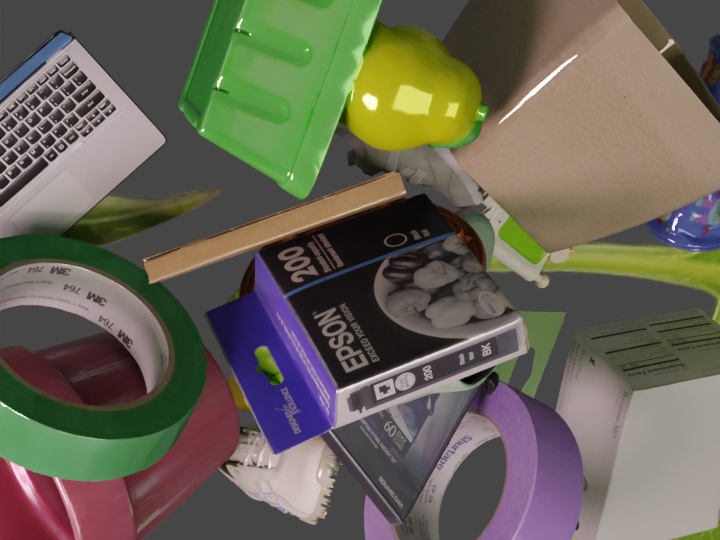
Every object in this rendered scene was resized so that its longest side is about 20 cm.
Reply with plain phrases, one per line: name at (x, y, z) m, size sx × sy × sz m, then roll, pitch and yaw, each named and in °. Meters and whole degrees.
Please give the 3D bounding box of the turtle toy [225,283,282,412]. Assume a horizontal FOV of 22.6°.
turtle toy at (-0.039, 0.077, 1.506) m, size 0.200 × 0.145 × 0.102 m, roll 27°, pitch 73°, yaw -41°

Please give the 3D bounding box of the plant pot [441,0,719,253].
plant pot at (0.166, -0.137, 1.437) m, size 0.177 × 0.200 × 0.200 m, roll -38°, pitch 124°, yaw 16°

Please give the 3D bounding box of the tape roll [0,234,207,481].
tape roll at (-0.212, 0.060, 1.301) m, size 0.199 × 0.201 × 0.048 m, roll 4°, pitch 134°, yaw -33°

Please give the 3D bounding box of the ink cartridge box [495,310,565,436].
ink cartridge box at (0.099, 0.106, 1.659) m, size 0.199 × 0.048 × 0.146 m, roll 4°, pitch 117°, yaw -30°

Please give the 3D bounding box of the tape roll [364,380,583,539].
tape roll at (0.095, 0.195, 1.551) m, size 0.065 × 0.200 × 0.200 m, roll 28°, pitch 104°, yaw -38°

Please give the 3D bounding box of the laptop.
laptop at (-0.243, -0.069, 1.286) m, size 0.187 × 0.116 × 0.200 m, roll -41°, pitch 132°, yaw 0°

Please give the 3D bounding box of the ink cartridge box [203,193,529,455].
ink cartridge box at (-0.005, 0.033, 1.328) m, size 0.199 × 0.198 × 0.044 m, roll -22°, pitch 125°, yaw -9°

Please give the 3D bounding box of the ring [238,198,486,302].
ring at (0.000, 0.000, 1.423) m, size 0.200 × 0.200 × 0.019 m, roll -26°, pitch 129°, yaw -14°

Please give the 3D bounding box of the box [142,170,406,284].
box at (-0.061, -0.034, 1.374) m, size 0.199 × 0.163 × 0.021 m, roll -20°, pitch 91°, yaw 1°

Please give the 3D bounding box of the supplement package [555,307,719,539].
supplement package at (0.280, 0.157, 1.760) m, size 0.155 × 0.111 × 0.201 m, roll -9°, pitch 124°, yaw -27°

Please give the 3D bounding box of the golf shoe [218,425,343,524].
golf shoe at (-0.074, 0.164, 1.507) m, size 0.097 × 0.200 × 0.079 m, roll 21°, pitch 73°, yaw -14°

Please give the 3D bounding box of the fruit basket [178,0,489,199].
fruit basket at (-0.010, -0.153, 1.327) m, size 0.214 × 0.156 × 0.217 m, roll -5°, pitch 109°, yaw -15°

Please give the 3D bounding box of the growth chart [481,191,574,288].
growth chart at (0.179, -0.082, 1.601) m, size 0.144 × 0.018 × 0.200 m, roll 22°, pitch 108°, yaw -40°

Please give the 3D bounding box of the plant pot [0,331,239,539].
plant pot at (-0.202, 0.131, 1.410) m, size 0.179 × 0.200 × 0.201 m, roll -29°, pitch 133°, yaw -32°

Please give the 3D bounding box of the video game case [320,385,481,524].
video game case at (0.036, 0.085, 1.472) m, size 0.143 × 0.019 × 0.200 m, roll 53°, pitch 51°, yaw -26°

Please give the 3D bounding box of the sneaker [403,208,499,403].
sneaker at (0.090, 0.027, 1.438) m, size 0.074 × 0.118 × 0.201 m, roll 51°, pitch 51°, yaw -28°

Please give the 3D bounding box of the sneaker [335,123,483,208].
sneaker at (0.027, -0.108, 1.470) m, size 0.082 × 0.075 × 0.200 m, roll -34°, pitch 132°, yaw 19°

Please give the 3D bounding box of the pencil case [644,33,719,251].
pencil case at (0.325, -0.115, 1.626) m, size 0.086 × 0.078 × 0.201 m, roll 0°, pitch 120°, yaw -33°
